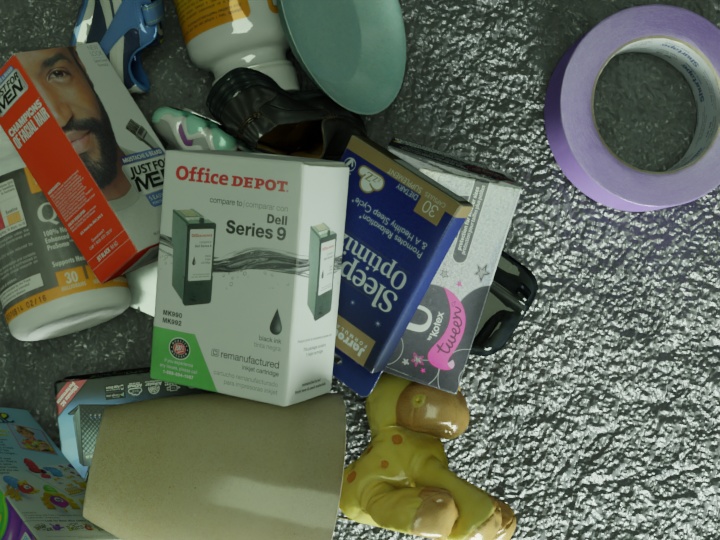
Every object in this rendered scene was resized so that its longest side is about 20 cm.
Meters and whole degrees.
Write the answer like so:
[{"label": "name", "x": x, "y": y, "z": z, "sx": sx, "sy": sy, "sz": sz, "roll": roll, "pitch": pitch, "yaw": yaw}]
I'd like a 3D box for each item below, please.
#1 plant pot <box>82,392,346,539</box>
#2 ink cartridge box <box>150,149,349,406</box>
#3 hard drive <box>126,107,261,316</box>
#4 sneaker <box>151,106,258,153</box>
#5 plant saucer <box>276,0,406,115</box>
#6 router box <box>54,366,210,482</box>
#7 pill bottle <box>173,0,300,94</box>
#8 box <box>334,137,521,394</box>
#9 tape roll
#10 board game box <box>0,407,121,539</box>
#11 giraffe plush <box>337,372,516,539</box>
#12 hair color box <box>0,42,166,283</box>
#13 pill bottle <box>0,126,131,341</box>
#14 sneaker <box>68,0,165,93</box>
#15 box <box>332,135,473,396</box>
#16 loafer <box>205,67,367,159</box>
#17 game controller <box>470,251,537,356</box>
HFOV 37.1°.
[{"label": "plant pot", "x": -0.130, "y": 0.180, "z": 0.923, "sx": 0.198, "sy": 0.187, "sz": 0.189, "roll": 12, "pitch": 88, "yaw": -9}, {"label": "ink cartridge box", "x": -0.096, "y": 0.000, "z": 0.921, "sx": 0.145, "sy": 0.084, "sz": 0.202, "roll": 7, "pitch": 97, "yaw": 26}, {"label": "hard drive", "x": -0.154, "y": -0.043, "z": 1.068, "sx": 0.131, "sy": 0.026, "sz": 0.202, "roll": 23, "pitch": 88, "yaw": -4}, {"label": "sneaker", "x": -0.135, "y": -0.058, "z": 1.020, "sx": 0.199, "sy": 0.078, "sz": 0.141, "roll": 31, "pitch": 97, "yaw": 8}, {"label": "plant saucer", "x": -0.026, "y": -0.244, "z": 1.029, "sx": 0.038, "sy": 0.200, "sz": 0.203, "roll": -12, "pitch": 90, "yaw": 36}, {"label": "router box", "x": -0.189, "y": 0.169, "z": 1.042, "sx": 0.198, "sy": 0.062, "sz": 0.151, "roll": -7, "pitch": 91, "yaw": -5}, {"label": "pill bottle", "x": -0.123, "y": -0.258, "z": 1.031, "sx": 0.110, "sy": 0.111, "sz": 0.202, "roll": -15, "pitch": 90, "yaw": -5}, {"label": "box", "x": 0.060, "y": -0.007, "z": 1.006, "sx": 0.131, "sy": 0.115, "sz": 0.202, "roll": 17, "pitch": 102, "yaw": 0}, {"label": "tape roll", "x": 0.291, "y": -0.162, "z": 1.089, "sx": 0.198, "sy": 0.066, "sz": 0.202, "roll": 0, "pitch": 88, "yaw": -5}, {"label": "board game box", "x": -0.312, "y": 0.218, "z": 0.951, "sx": 0.200, "sy": 0.105, "sz": 0.104, "roll": 37, "pitch": 102, "yaw": 36}, {"label": "giraffe plush", "x": 0.053, "y": 0.169, "z": 1.035, "sx": 0.198, "sy": 0.172, "sz": 0.164, "roll": 5, "pitch": 76, "yaw": 29}, {"label": "hair color box", "x": -0.234, "y": -0.100, "z": 0.962, "sx": 0.064, "sy": 0.111, "sz": 0.201, "roll": -35, "pitch": 88, "yaw": 32}, {"label": "pill bottle", "x": -0.296, "y": -0.044, "z": 1.006, "sx": 0.115, "sy": 0.116, "sz": 0.202, "roll": -18, "pitch": 83, "yaw": -5}, {"label": "sneaker", "x": -0.218, "y": -0.260, "z": 1.020, "sx": 0.082, "sy": 0.074, "sz": 0.201, "roll": 20, "pitch": 117, "yaw": -2}, {"label": "box", "x": 0.000, "y": 0.000, "z": 0.937, "sx": 0.121, "sy": 0.032, "sz": 0.201, "roll": 34, "pitch": 108, "yaw": 22}, {"label": "loafer", "x": -0.056, "y": -0.127, "z": 1.004, "sx": 0.073, "sy": 0.199, "sz": 0.073, "roll": -48, "pitch": 60, "yaw": 27}, {"label": "game controller", "x": 0.079, "y": 0.000, "z": 1.086, "sx": 0.199, "sy": 0.042, "sz": 0.105, "roll": 34, "pitch": 101, "yaw": -3}]
